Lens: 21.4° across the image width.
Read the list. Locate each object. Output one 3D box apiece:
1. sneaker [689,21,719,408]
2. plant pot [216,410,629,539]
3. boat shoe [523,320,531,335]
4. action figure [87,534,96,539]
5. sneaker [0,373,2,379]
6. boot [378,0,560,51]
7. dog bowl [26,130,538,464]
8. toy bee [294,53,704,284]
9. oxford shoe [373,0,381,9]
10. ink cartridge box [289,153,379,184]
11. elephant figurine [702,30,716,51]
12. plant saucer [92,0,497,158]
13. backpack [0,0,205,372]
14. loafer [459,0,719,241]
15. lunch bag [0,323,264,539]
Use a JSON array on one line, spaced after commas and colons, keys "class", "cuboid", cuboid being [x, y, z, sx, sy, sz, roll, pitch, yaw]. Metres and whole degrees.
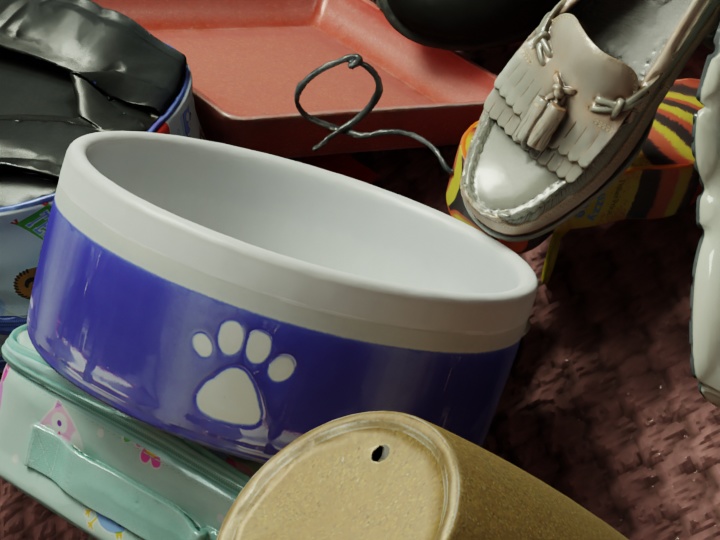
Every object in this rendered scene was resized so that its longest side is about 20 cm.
[{"class": "sneaker", "cuboid": [0.184, -0.037, 0.790, 0.079, 0.201, 0.077, 2, 8, 28]}, {"class": "plant pot", "cuboid": [0.037, 0.147, 0.665, 0.186, 0.200, 0.187, -21, 40, 19]}, {"class": "boat shoe", "cuboid": [0.000, 0.000, 0.951, 0.072, 0.068, 0.200, -31, 32, -32]}, {"class": "action figure", "cuboid": [-0.092, 0.170, 0.824, 0.199, 0.102, 0.119, -25, 27, 17]}, {"class": "sneaker", "cuboid": [-0.212, 0.036, 1.041, 0.200, 0.079, 0.096, 26, 105, 24]}, {"class": "boot", "cuboid": [0.089, -0.173, 0.980, 0.210, 0.158, 0.080, -11, 85, 19]}, {"class": "dog bowl", "cuboid": [-0.033, 0.011, 0.784, 0.200, 0.199, 0.079, 34, 110, 51]}, {"class": "toy bee", "cuboid": [0.082, -0.038, 0.890, 0.199, 0.131, 0.109, -14, 49, 3]}, {"class": "oxford shoe", "cuboid": [0.031, -0.241, 1.167, 0.072, 0.085, 0.200, -9, 35, 1]}, {"class": "ink cartridge box", "cuboid": [-0.084, -0.072, 1.116, 0.109, 0.050, 0.200, -41, 37, -7]}, {"class": "elephant figurine", "cuboid": [0.253, -0.126, 0.855, 0.200, 0.141, 0.156, 34, 104, 32]}, {"class": "plant saucer", "cuboid": [-0.043, -0.111, 1.043, 0.199, 0.037, 0.199, -8, 31, -37]}, {"class": "backpack", "cuboid": [-0.167, -0.039, 0.921, 0.190, 0.154, 0.200, 1, 41, 30]}, {"class": "loafer", "cuboid": [0.109, -0.101, 0.807, 0.072, 0.063, 0.200, 42, 91, 19]}, {"class": "lunch bag", "cuboid": [-0.053, 0.081, 0.811, 0.200, 0.160, 0.077, 24, 103, 30]}]
